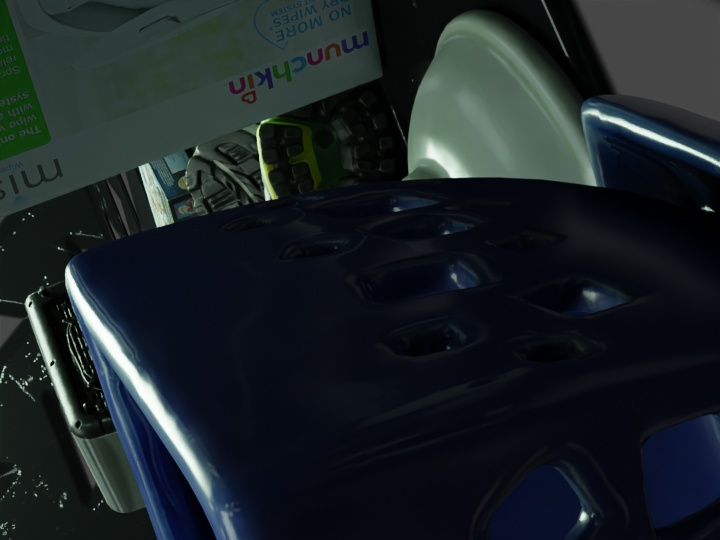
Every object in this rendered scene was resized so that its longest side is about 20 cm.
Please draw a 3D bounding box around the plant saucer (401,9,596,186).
[{"bbox_3d":[0.055,0.008,0.668,0.200,0.050,0.200,159,90,-79],"label":"plant saucer"}]

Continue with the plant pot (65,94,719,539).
[{"bbox_3d":[0.054,0.072,0.441,0.200,0.180,0.200,-140,29,-68],"label":"plant pot"}]

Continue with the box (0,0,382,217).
[{"bbox_3d":[-0.107,-0.139,0.782,0.177,0.200,0.097,81,164,-45],"label":"box"}]

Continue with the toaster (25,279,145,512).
[{"bbox_3d":[-0.151,0.079,1.492,0.200,0.181,0.119,-121,11,-45],"label":"toaster"}]

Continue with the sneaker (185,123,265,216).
[{"bbox_3d":[-0.016,0.000,0.993,0.200,0.074,0.079,64,-153,-18],"label":"sneaker"}]

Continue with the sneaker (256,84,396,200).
[{"bbox_3d":[0.000,0.000,0.896,0.085,0.078,0.200,-144,43,-83],"label":"sneaker"}]

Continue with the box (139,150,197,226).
[{"bbox_3d":[-0.151,-0.030,1.644,0.137,0.038,0.200,-123,16,-47],"label":"box"}]
